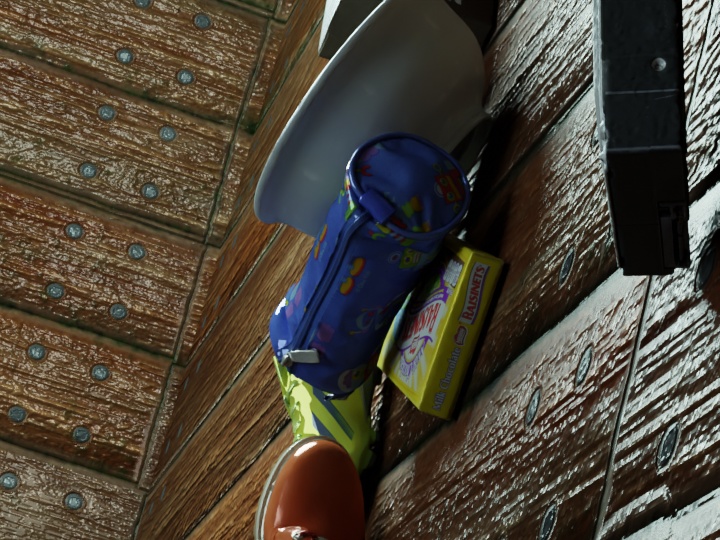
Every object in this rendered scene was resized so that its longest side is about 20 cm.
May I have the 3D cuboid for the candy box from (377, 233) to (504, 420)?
[{"bbox_3d":[0.048,0.030,1.631,0.200,0.026,0.103,-145,71,-81],"label":"candy box"}]

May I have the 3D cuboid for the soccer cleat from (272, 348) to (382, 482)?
[{"bbox_3d":[-0.027,0.095,1.773,0.065,0.083,0.201,120,166,-51],"label":"soccer cleat"}]

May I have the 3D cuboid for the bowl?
[{"bbox_3d":[0.024,-0.088,1.708,0.201,0.090,0.201,-50,-11,-13],"label":"bowl"}]

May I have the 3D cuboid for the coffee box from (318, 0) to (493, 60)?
[{"bbox_3d":[0.040,-0.228,1.933,0.200,0.114,0.080,-83,15,-49],"label":"coffee box"}]

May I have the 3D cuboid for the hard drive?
[{"bbox_3d":[0.123,-0.114,1.131,0.140,0.038,0.201,67,-159,-67],"label":"hard drive"}]

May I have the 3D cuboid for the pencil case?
[{"bbox_3d":[0.000,0.000,1.640,0.087,0.078,0.200,-39,-15,-39],"label":"pencil case"}]

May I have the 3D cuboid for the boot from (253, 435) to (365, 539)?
[{"bbox_3d":[-0.023,0.191,1.620,0.107,0.075,0.201,132,147,-62],"label":"boot"}]
